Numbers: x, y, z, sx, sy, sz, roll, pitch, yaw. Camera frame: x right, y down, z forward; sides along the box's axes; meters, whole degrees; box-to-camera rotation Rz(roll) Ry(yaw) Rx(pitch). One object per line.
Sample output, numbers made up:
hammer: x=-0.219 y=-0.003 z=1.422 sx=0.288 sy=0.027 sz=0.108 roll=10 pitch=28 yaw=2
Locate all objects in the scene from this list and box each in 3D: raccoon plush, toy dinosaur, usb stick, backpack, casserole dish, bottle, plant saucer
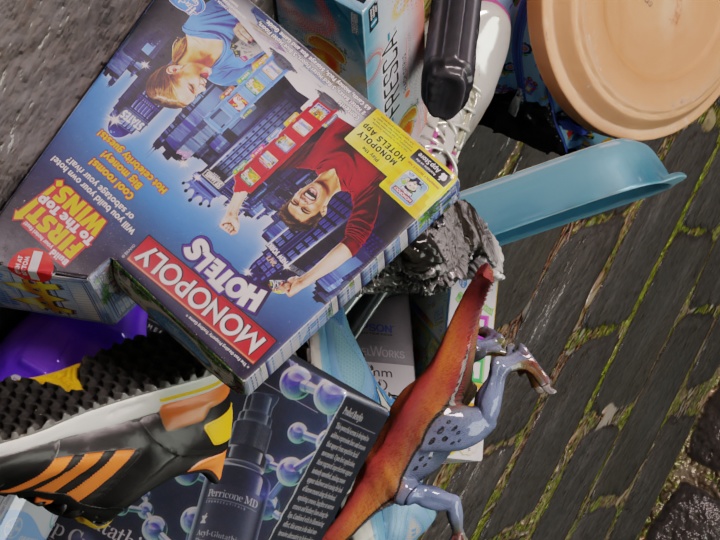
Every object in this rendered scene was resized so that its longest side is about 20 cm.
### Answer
raccoon plush: x=0.000 y=0.000 z=1.530 sx=0.134 sy=0.097 sz=0.200 roll=-22 pitch=146 yaw=16
toy dinosaur: x=0.021 y=0.100 z=1.535 sx=0.181 sy=0.105 sz=0.200 roll=-35 pitch=127 yaw=-11
usb stick: x=0.060 y=-0.180 z=1.531 sx=0.055 sy=0.033 sz=0.200 roll=104 pitch=-5 yaw=-53
backpack: x=0.144 y=-0.189 z=1.725 sx=0.183 sy=0.134 sz=0.200 roll=-59 pitch=160 yaw=-14
casserole dish: x=0.116 y=-0.046 z=1.661 sx=0.121 sy=0.200 sz=0.039 roll=-4 pitch=76 yaw=-74
bottle: x=-0.166 y=0.068 z=1.325 sx=0.200 sy=0.065 sz=0.084 roll=-61 pitch=164 yaw=-3
plant saucer: x=0.195 y=-0.185 z=1.660 sx=0.200 sy=0.032 sz=0.201 roll=-9 pitch=105 yaw=-36

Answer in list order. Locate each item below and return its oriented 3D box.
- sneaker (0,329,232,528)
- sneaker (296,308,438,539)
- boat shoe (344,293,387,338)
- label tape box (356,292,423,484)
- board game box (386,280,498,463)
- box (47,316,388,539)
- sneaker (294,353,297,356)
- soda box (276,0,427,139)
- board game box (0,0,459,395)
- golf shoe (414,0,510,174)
sneaker: x=-0.153 y=0.098 z=1.253 sx=0.200 sy=0.070 sz=0.090 roll=-16 pitch=118 yaw=-24
sneaker: x=-0.002 y=0.093 z=1.634 sx=0.090 sy=0.078 sz=0.200 roll=-22 pitch=106 yaw=-24
boat shoe: x=-0.030 y=0.051 z=1.684 sx=0.201 sy=0.071 sz=0.070 roll=-61 pitch=163 yaw=-6
label tape box: x=-0.004 y=0.101 z=1.783 sx=0.144 sy=0.063 sz=0.200 roll=109 pitch=-18 yaw=-50
board game box: x=0.051 y=0.070 z=1.791 sx=0.200 sy=0.034 sz=0.135 roll=160 pitch=-63 yaw=-76
box: x=-0.101 y=0.129 z=1.466 sx=0.200 sy=0.148 sz=0.107 roll=-62 pitch=163 yaw=-2
sneaker: x=-0.099 y=0.121 z=1.583 sx=0.106 sy=0.075 sz=0.200 roll=-44 pitch=157 yaw=-47
soda box: x=-0.004 y=-0.131 z=1.496 sx=0.068 sy=0.064 sz=0.200 roll=-54 pitch=161 yaw=-24
board game box: x=-0.087 y=-0.028 z=1.264 sx=0.200 sy=0.200 sz=0.062 roll=-43 pitch=157 yaw=-12
golf shoe: x=0.046 y=-0.085 z=1.619 sx=0.075 sy=0.092 sz=0.200 roll=30 pitch=93 yaw=-31
